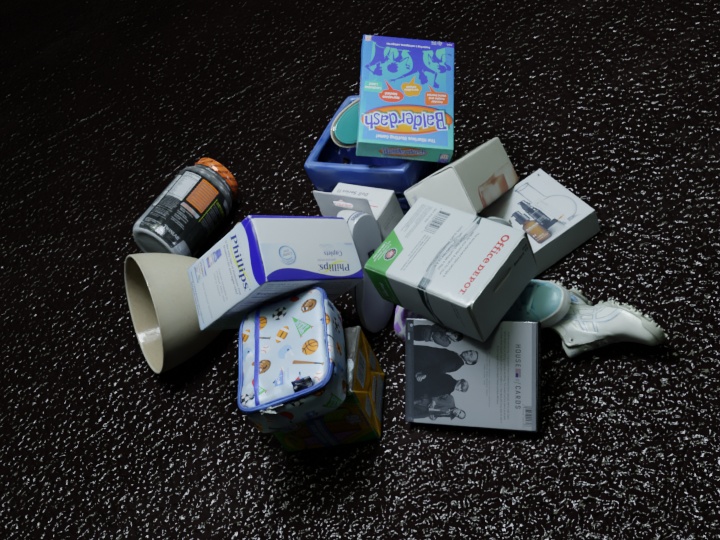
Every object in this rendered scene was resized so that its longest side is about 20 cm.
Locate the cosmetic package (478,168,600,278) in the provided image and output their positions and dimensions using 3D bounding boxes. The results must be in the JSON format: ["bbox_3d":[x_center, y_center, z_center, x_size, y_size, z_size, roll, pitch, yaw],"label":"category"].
[{"bbox_3d":[0.257,-0.061,1.638,0.199,0.052,0.151,-35,40,-8],"label":"cosmetic package"}]

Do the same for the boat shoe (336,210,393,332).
[{"bbox_3d":[0.000,0.000,1.605,0.072,0.202,0.065,-31,31,-29],"label":"boat shoe"}]

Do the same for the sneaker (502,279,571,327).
[{"bbox_3d":[0.206,0.038,1.487,0.198,0.082,0.075,1,74,44],"label":"sneaker"}]

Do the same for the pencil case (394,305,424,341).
[{"bbox_3d":[0.141,0.093,1.528,0.199,0.085,0.085,23,27,39],"label":"pencil case"}]

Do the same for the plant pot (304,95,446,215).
[{"bbox_3d":[0.049,-0.169,1.747,0.198,0.181,0.201,4,47,30],"label":"plant pot"}]

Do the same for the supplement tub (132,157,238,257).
[{"bbox_3d":[-0.323,-0.108,1.921,0.121,0.123,0.201,14,55,36],"label":"supplement tub"}]

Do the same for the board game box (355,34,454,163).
[{"bbox_3d":[0.072,-0.272,1.623,0.150,0.045,0.203,4,66,-4],"label":"board game box"}]

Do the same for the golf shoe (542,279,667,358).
[{"bbox_3d":[0.334,0.088,1.452,0.199,0.078,0.098,17,74,44],"label":"golf shoe"}]

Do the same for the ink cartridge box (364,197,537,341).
[{"bbox_3d":[0.129,-0.005,1.450,0.199,0.083,0.147,23,63,41],"label":"ink cartridge box"}]

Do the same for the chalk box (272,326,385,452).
[{"bbox_3d":[-0.077,0.180,1.516,0.197,0.125,0.126,-11,45,19],"label":"chalk box"}]

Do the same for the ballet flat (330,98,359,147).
[{"bbox_3d":[0.023,-0.261,1.679,0.199,0.070,0.069,-39,43,-20],"label":"ballet flat"}]

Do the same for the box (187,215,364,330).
[{"bbox_3d":[-0.130,0.005,1.543,0.199,0.182,0.106,-33,66,45],"label":"box"}]

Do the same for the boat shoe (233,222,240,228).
[{"bbox_3d":[-0.172,-0.017,1.800,0.065,0.072,0.199,-50,51,-5],"label":"boat shoe"}]

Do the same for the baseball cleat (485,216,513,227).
[{"bbox_3d":[0.145,-0.016,1.565,0.199,0.070,0.107,-23,23,43],"label":"baseball cleat"}]

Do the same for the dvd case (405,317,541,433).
[{"bbox_3d":[0.156,0.144,1.438,0.198,0.025,0.153,0,90,27],"label":"dvd case"}]

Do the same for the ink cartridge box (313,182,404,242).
[{"bbox_3d":[0.013,-0.072,1.657,0.116,0.201,0.068,12,54,34],"label":"ink cartridge box"}]

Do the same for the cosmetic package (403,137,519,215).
[{"bbox_3d":[0.166,-0.135,1.644,0.103,0.088,0.200,-25,5,35],"label":"cosmetic package"}]

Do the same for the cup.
[{"bbox_3d":[-0.298,0.057,1.720,0.142,0.202,0.200,-14,37,-25],"label":"cup"}]

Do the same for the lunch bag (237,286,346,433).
[{"bbox_3d":[-0.101,0.127,1.435,0.158,0.076,0.202,-18,43,14],"label":"lunch bag"}]
